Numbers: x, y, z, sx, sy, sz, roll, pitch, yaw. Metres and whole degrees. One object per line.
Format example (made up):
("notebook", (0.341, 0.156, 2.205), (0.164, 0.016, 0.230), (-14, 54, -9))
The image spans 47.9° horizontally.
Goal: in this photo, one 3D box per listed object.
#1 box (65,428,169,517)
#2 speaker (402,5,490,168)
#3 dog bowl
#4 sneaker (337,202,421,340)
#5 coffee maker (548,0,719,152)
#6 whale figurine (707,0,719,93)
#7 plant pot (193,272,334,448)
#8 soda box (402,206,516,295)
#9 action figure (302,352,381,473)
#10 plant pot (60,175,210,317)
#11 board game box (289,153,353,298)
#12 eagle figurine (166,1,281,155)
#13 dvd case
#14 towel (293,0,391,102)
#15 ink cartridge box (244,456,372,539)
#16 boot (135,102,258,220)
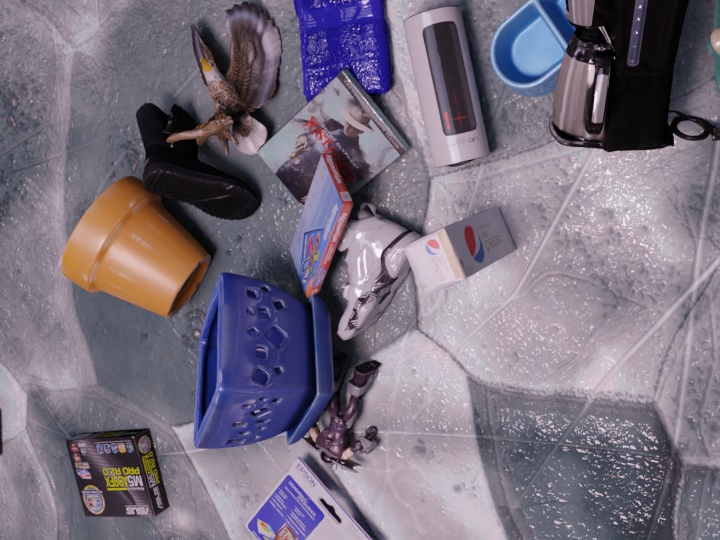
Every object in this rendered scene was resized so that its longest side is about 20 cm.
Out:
("box", (-0.475, 0.396, 1.580), (0.198, 0.044, 0.162), (-9, 96, 31))
("speaker", (0.115, -0.240, 1.081), (0.080, 0.081, 0.202), (-9, 96, 31))
("dog bowl", (0.245, -0.301, 1.009), (0.199, 0.049, 0.112), (-37, 82, 31))
("sneaker", (0.000, 0.000, 1.205), (0.115, 0.075, 0.201), (40, 113, 18))
("coffee maker", (0.314, -0.251, 0.915), (0.190, 0.135, 0.202), (-8, 125, -9))
("whale figurine", (0.424, -0.259, 0.879), (0.202, 0.158, 0.104), (63, 159, 4))
("plant pot", (-0.143, 0.144, 1.208), (0.201, 0.178, 0.202), (121, 151, -49))
("soda box", (0.132, -0.028, 1.046), (0.063, 0.199, 0.069), (-24, 89, 31))
("action figure", (-0.029, 0.232, 1.278), (0.129, 0.069, 0.202), (21, 114, 17))
("plant pot", (-0.358, -0.023, 1.347), (0.182, 0.200, 0.201), (34, 116, 2))
("board game box", (-0.061, -0.062, 1.193), (0.201, 0.019, 0.104), (114, 144, -44))
("eagle figurine", (-0.204, -0.290, 1.239), (0.150, 0.202, 0.151), (11, 152, -8))
("dvd case", (-0.044, -0.178, 1.192), (0.199, 0.022, 0.146), (-35, 99, 32))
("towel", (-0.032, -0.346, 1.158), (0.146, 0.049, 0.203), (-1, 101, 31))
("ink cartridge box", (-0.078, 0.439, 1.365), (0.198, 0.047, 0.201), (45, 117, 15))
("boot", (-0.260, -0.180, 1.298), (0.076, 0.199, 0.169), (-46, 43, 36))
